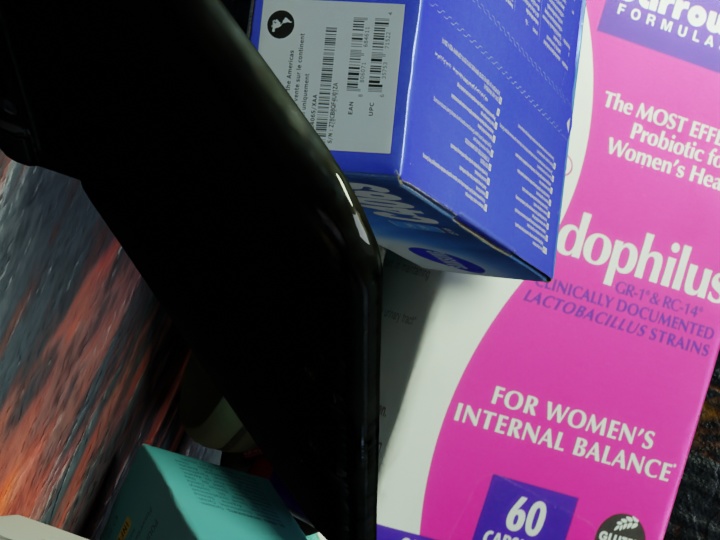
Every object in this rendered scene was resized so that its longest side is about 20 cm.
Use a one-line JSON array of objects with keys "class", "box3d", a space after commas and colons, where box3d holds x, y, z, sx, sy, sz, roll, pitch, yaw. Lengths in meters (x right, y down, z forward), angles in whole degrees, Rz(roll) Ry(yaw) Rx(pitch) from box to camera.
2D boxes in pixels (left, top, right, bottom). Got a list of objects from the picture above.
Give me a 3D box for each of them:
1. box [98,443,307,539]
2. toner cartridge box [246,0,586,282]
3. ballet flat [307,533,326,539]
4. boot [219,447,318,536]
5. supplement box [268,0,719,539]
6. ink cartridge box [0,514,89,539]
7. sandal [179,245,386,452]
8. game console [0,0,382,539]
[{"class": "box", "box3d": [-0.036, 0.133, 0.804, 0.083, 0.049, 0.200, -66, -155, 13]}, {"class": "toner cartridge box", "box3d": [0.019, -0.056, 0.712, 0.200, 0.043, 0.096, 28, 69, -74]}, {"class": "ballet flat", "box3d": [-0.008, 0.080, 1.151, 0.200, 0.070, 0.068, -59, 131, -63]}, {"class": "boot", "box3d": [0.000, 0.000, 0.952, 0.145, 0.072, 0.201, -73, 180, -46]}, {"class": "supplement box", "box3d": [0.055, -0.003, 0.874, 0.103, 0.101, 0.201, -167, -87, -71]}, {"class": "ink cartridge box", "box3d": [-0.095, 0.140, 0.648, 0.200, 0.082, 0.147, 35, 76, -83]}, {"class": "sandal", "box3d": [-0.028, -0.009, 0.855, 0.201, 0.057, 0.080, 124, -16, -47]}, {"class": "game console", "box3d": [-0.018, -0.066, 0.514, 0.200, 0.116, 0.177, 92, 21, -70]}]
